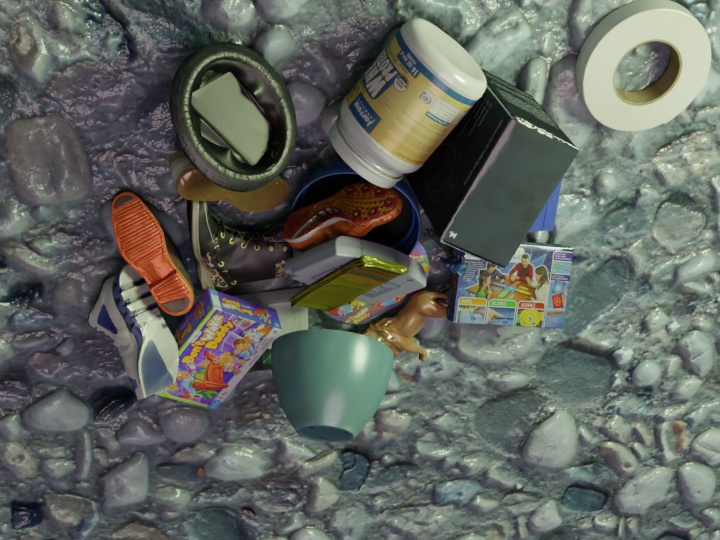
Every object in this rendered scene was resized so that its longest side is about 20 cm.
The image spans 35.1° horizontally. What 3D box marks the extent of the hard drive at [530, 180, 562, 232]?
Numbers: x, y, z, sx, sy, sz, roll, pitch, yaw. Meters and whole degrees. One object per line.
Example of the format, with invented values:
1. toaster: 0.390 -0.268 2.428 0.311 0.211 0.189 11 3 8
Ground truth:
1. hard drive: 0.213 -0.114 1.775 0.197 0.026 0.133 -5 129 -10

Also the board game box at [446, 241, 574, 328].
1. board game box: 0.243 0.020 1.845 0.197 0.034 0.138 5 98 -16

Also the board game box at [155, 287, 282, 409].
1. board game box: -0.235 0.127 1.792 0.133 0.045 0.200 19 123 -36

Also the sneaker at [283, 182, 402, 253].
1. sneaker: -0.019 -0.074 1.652 0.198 0.074 0.077 -14 147 33

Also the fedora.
1. fedora: -0.185 -0.205 1.547 0.198 0.091 0.204 0 89 -32

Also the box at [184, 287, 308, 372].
1. box: -0.183 0.103 1.849 0.197 0.037 0.146 -6 130 -7

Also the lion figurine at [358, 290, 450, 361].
1. lion figurine: 0.086 0.083 1.879 0.122 0.073 0.201 29 110 -32

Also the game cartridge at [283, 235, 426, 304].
1. game cartridge: 0.000 0.000 1.700 0.132 0.041 0.199 -17 154 40

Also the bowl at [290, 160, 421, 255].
1. bowl: -0.006 -0.081 1.708 0.197 0.040 0.202 5 134 5

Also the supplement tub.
1. supplement tub: 0.062 -0.228 1.571 0.144 0.146 0.200 27 117 -30

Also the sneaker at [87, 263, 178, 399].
1. sneaker: -0.353 0.093 1.744 0.080 0.114 0.203 -17 96 -45

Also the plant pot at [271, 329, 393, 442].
1. plant pot: -0.050 0.192 1.792 0.197 0.137 0.201 4 156 2

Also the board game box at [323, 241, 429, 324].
1. board game box: 0.019 0.023 1.828 0.198 0.039 0.159 -29 129 11

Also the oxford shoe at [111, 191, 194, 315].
1. oxford shoe: -0.311 -0.030 1.697 0.070 0.073 0.202 -21 111 6

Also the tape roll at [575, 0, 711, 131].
1. tape roll: 0.415 -0.298 1.669 0.199 0.037 0.205 -6 128 -8

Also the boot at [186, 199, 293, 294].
1. boot: -0.179 -0.047 1.705 0.148 0.074 0.202 -9 133 -5

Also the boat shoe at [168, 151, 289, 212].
1. boat shoe: -0.188 -0.136 1.636 0.198 0.069 0.074 9 125 -46

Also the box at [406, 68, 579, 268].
1. box: 0.180 -0.149 1.608 0.123 0.197 0.202 21 113 -22

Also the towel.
1. towel: -0.020 0.025 1.689 0.085 0.018 0.199 13 153 -33

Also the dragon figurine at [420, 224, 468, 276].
1. dragon figurine: 0.153 -0.031 1.702 0.059 0.100 0.199 -43 156 14
